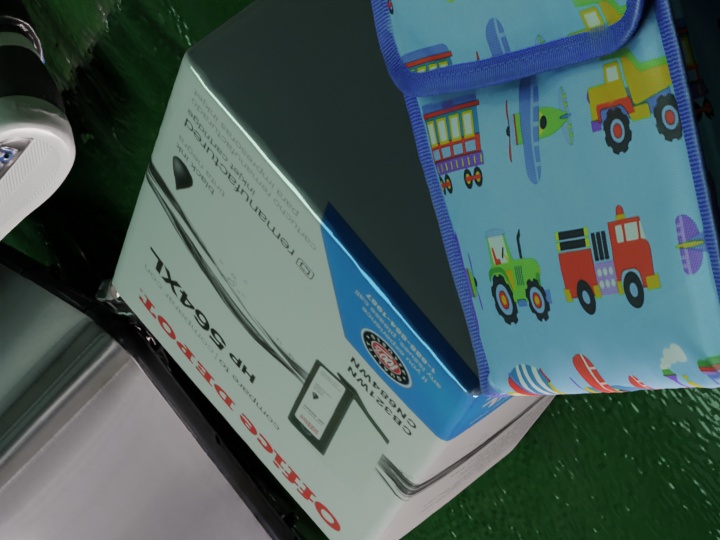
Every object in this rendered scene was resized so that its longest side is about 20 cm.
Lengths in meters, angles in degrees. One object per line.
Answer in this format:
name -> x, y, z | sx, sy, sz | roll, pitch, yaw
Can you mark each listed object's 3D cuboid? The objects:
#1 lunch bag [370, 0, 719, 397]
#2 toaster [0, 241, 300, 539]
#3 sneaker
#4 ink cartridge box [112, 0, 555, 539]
lunch bag -> 0.066, -0.075, 0.793 | 0.150, 0.094, 0.201 | -10, 103, 67
toaster -> -0.144, 0.078, 1.335 | 0.180, 0.119, 0.200 | 25, 156, 47
sneaker -> -0.199, -0.042, 1.267 | 0.073, 0.200, 0.112 | 25, -142, -43
ink cartridge box -> 0.000, 0.000, 1.012 | 0.146, 0.084, 0.200 | 49, 157, 10
